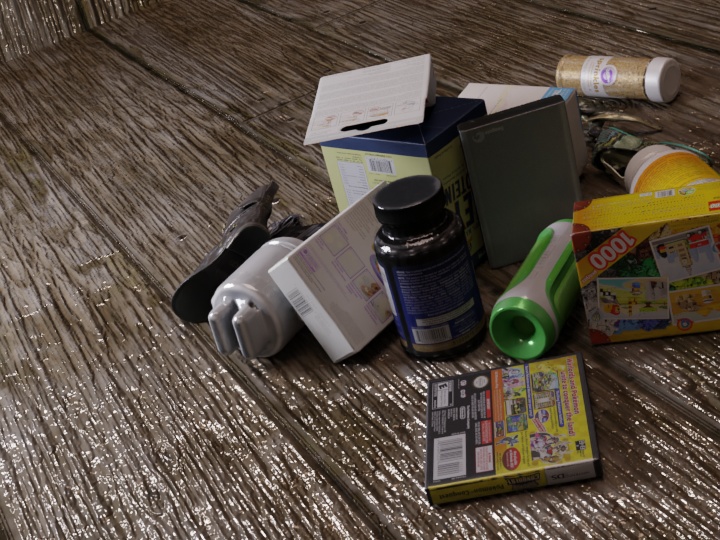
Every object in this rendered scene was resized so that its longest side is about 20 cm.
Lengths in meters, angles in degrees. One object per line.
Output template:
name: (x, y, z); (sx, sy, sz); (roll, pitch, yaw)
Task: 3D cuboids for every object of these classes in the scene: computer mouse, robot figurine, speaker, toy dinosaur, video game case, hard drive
computer mouse: (-0.093, -0.028, 1.823); (0.138, 0.053, 0.199); (-35, 20, -27)
robot figurine: (-0.113, 0.033, 1.645); (0.168, 0.114, 0.200); (9, 36, 30)
speaker: (0.222, 0.019, 1.514); (0.087, 0.089, 0.200); (1, 32, 30)
toy dinosaur: (0.350, -0.228, 1.929); (0.198, 0.048, 0.088); (21, 44, 35)
video game case: (0.158, 0.164, 1.350); (0.178, 0.026, 0.201); (-12, 27, 10)
hard drive: (0.211, -0.113, 1.638); (0.138, 0.202, 0.033); (-16, 27, 1)

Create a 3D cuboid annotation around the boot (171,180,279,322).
boot: (-0.184, -0.028, 1.801); (0.200, 0.069, 0.175); (-43, 18, 14)

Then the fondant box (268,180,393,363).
fondant box: (0.000, 0.000, 1.605); (0.200, 0.145, 0.058); (-39, 5, -36)

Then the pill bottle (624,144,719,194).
pill bottle: (0.400, -0.083, 1.574); (0.109, 0.112, 0.201); (-17, 28, -2)

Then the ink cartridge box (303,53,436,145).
ink cartridge box: (0.016, -0.207, 1.660); (0.160, 0.058, 0.201); (-10, 36, 12)

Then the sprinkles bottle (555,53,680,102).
sprinkles bottle: (0.410, -0.308, 2.031); (0.198, 0.069, 0.068); (11, 38, 43)

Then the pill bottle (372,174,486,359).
pill bottle: (0.078, -0.005, 1.512); (0.110, 0.202, 0.112); (-13, 27, 7)

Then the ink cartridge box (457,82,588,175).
ink cartridge box: (0.205, -0.181, 1.818); (0.198, 0.130, 0.126); (10, 44, 34)

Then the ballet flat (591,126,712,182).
ballet flat: (0.397, -0.144, 1.756); (0.074, 0.075, 0.199); (-29, 28, -23)

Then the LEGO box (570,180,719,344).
LEGO box: (0.346, -0.009, 1.428); (0.197, 0.151, 0.077); (-8, 28, 17)

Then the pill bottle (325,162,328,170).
pill bottle: (0.050, -0.196, 1.977); (0.198, 0.112, 0.110); (-30, 30, -23)

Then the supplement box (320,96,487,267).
supplement box: (0.076, -0.117, 1.720); (0.198, 0.202, 0.134); (11, 38, 42)
